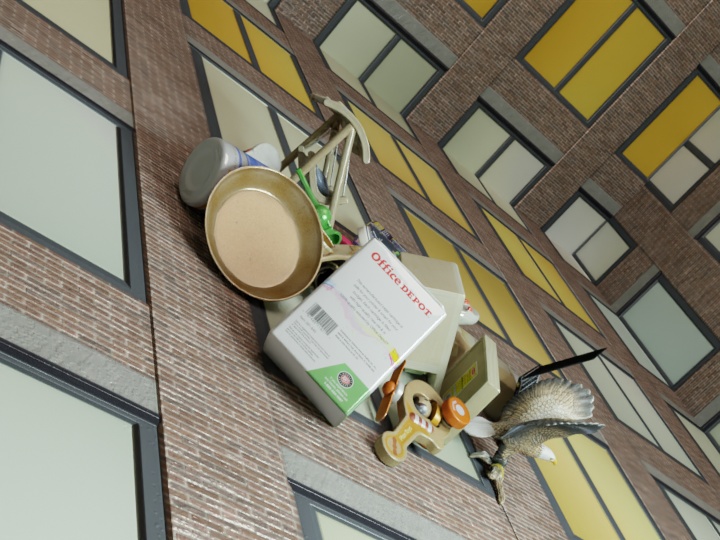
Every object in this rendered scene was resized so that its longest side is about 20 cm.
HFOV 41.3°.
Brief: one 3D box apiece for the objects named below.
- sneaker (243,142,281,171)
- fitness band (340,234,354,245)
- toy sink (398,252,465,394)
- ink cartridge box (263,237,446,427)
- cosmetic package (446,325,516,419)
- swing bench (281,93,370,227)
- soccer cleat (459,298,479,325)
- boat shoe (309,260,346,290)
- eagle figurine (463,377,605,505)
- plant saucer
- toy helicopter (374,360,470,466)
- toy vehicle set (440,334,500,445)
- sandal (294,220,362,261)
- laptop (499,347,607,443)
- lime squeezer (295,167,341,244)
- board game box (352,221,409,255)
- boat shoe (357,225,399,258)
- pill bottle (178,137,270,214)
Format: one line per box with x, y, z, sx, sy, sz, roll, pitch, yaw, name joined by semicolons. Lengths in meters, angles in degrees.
-0.219;-0.160;1.592;0.198;0.081;0.078;-15;87;-49;sneaker
-0.045;-0.018;1.707;0.199;0.037;0.145;22;31;-51;fitness band
0.091;0.093;1.581;0.110;0.203;0.131;10;23;-5;toy sink
-0.007;0.080;1.259;0.145;0.200;0.084;45;-24;6;ink cartridge box
0.193;0.170;1.746;0.199;0.071;0.106;38;18;-20;cosmetic package
-0.068;-0.198;1.696;0.129;0.202;0.199;29;7;-15;swing bench
0.110;0.070;1.677;0.197;0.079;0.069;15;17;-10;soccer cleat
-0.046;0.016;1.512;0.059;0.073;0.199;7;19;-39;boat shoe
0.276;0.254;1.515;0.150;0.200;0.153;23;26;-48;eagle figurine
-0.145;-0.050;1.394;0.198;0.035;0.204;12;69;-33;plant saucer
0.067;0.211;1.356;0.133;0.079;0.200;51;29;3;toy helicopter
0.173;0.190;1.558;0.026;0.124;0.200;40;17;-7;toy vehicle set
-0.064;-0.049;1.483;0.208;0.071;0.078;4;21;-8;sandal
0.346;0.224;1.708;0.114;0.203;0.187;18;8;21;laptop
-0.061;-0.070;1.574;0.202;0.037;0.070;64;-17;-17;lime squeezer
0.065;-0.020;1.873;0.165;0.057;0.200;44;5;1;board game box
0.066;-0.008;1.705;0.075;0.091;0.202;-98;166;-53;boat shoe
-0.175;-0.115;1.488;0.199;0.112;0.113;29;22;-41;pill bottle
